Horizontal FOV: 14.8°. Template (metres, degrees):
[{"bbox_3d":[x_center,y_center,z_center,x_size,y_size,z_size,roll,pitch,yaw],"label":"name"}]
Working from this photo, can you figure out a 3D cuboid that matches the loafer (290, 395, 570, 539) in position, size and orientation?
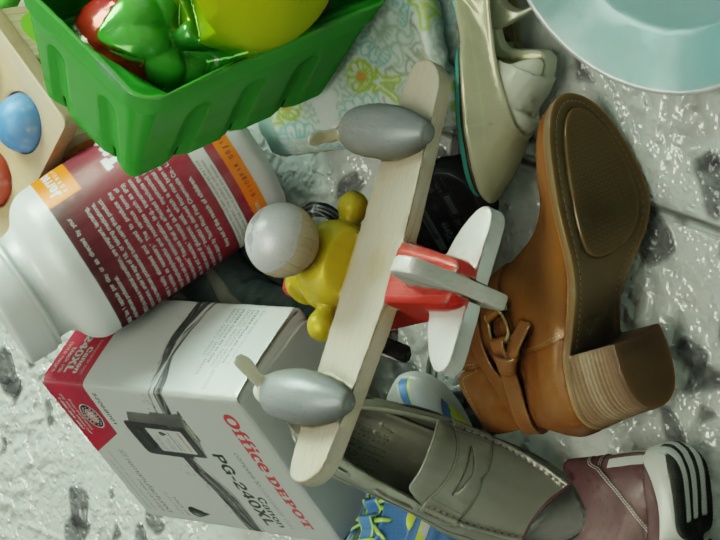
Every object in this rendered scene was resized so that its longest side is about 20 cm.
[{"bbox_3d":[0.050,0.125,1.708,0.199,0.070,0.070,17,81,10],"label":"loafer"}]

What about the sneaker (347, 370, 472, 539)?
[{"bbox_3d":[0.026,0.170,1.764,0.075,0.105,0.202,0,100,45],"label":"sneaker"}]

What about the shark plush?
[{"bbox_3d":[-0.080,0.004,1.863,0.199,0.091,0.084,17,81,48],"label":"shark plush"}]

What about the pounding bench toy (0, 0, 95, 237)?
[{"bbox_3d":[-0.231,-0.138,1.913,0.200,0.155,0.124,53,131,23],"label":"pounding bench toy"}]

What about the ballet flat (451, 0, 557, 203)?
[{"bbox_3d":[0.086,-0.143,1.661,0.069,0.069,0.202,-5,95,46],"label":"ballet flat"}]

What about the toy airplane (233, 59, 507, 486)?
[{"bbox_3d":[0.000,0.000,1.637,0.201,0.140,0.200,-89,24,-49],"label":"toy airplane"}]

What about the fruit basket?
[{"bbox_3d":[-0.085,-0.173,1.657,0.155,0.215,0.216,44,127,27],"label":"fruit basket"}]

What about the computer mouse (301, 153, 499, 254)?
[{"bbox_3d":[0.018,-0.034,1.773,0.199,0.034,0.059,-15,110,46],"label":"computer mouse"}]

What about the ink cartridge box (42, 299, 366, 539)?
[{"bbox_3d":[-0.092,0.097,1.838,0.199,0.084,0.146,3,138,45],"label":"ink cartridge box"}]

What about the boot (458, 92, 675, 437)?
[{"bbox_3d":[0.105,0.004,1.671,0.154,0.073,0.202,-15,84,52],"label":"boot"}]

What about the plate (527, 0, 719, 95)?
[{"bbox_3d":[0.170,-0.198,1.562,0.199,0.026,0.201,16,120,28],"label":"plate"}]

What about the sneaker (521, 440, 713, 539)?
[{"bbox_3d":[0.154,0.203,1.653,0.115,0.076,0.202,-3,88,29],"label":"sneaker"}]

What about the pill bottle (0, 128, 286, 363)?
[{"bbox_3d":[-0.157,-0.029,1.821,0.113,0.199,0.113,54,171,12],"label":"pill bottle"}]

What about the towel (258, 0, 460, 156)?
[{"bbox_3d":[-0.010,-0.180,1.756,0.171,0.048,0.202,-7,95,47],"label":"towel"}]
